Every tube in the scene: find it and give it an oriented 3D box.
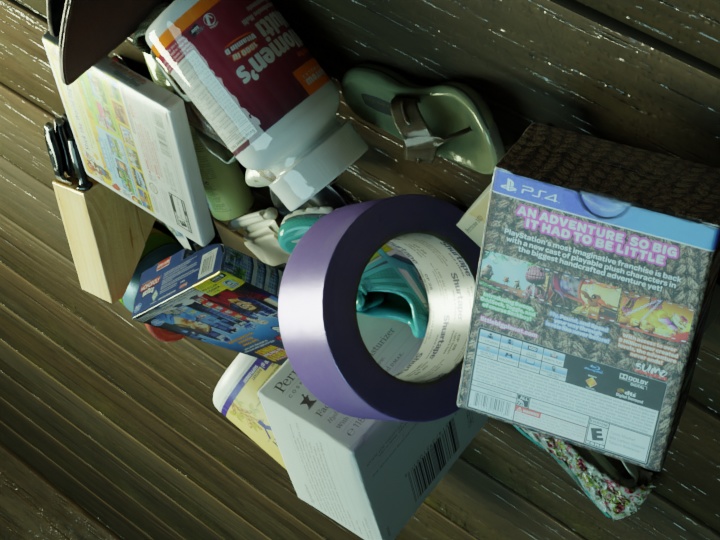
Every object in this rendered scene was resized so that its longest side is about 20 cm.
[{"bbox_3d":[-0.168,-0.144,1.460,0.057,0.052,0.201,-12,127,16],"label":"tube"}]

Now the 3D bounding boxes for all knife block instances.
[{"bbox_3d":[-0.324,-0.081,1.646,0.064,0.202,0.175,21,177,39],"label":"knife block"}]

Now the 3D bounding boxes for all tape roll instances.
[{"bbox_3d":[0.031,0.035,1.256,0.201,0.200,0.085,52,153,-19],"label":"tape roll"}]

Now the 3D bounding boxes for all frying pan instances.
[{"bbox_3d":[-0.063,-0.089,1.412,0.114,0.031,0.191,21,150,37],"label":"frying pan"}]

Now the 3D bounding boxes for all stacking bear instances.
[{"bbox_3d":[-0.280,-0.012,1.770,0.200,0.121,0.114,42,151,25],"label":"stacking bear"}]

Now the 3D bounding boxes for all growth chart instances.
[{"bbox_3d":[-0.061,0.001,1.520,0.200,0.018,0.144,45,158,-25],"label":"growth chart"}]

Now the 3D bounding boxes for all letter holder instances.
[{"bbox_3d":[-0.251,-0.277,1.253,0.100,0.142,0.200,41,156,3],"label":"letter holder"}]

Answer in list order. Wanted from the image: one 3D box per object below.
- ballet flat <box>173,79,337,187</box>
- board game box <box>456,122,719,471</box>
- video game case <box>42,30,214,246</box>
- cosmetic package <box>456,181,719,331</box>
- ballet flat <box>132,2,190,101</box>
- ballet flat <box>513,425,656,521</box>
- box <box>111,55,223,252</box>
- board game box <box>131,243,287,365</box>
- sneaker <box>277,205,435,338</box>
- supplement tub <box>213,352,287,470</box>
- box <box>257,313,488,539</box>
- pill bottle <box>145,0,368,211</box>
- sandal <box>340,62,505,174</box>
[{"bbox_3d":[-0.106,-0.124,1.357,0.199,0.068,0.068,38,125,20],"label":"ballet flat"},{"bbox_3d":[0.170,0.018,1.008,0.158,0.097,0.202,17,120,17],"label":"board game box"},{"bbox_3d":[-0.232,-0.133,1.410,0.181,0.023,0.201,31,150,26],"label":"video game case"},{"bbox_3d":[0.183,-0.009,1.113,0.200,0.071,0.105,42,155,2],"label":"cosmetic package"},{"bbox_3d":[-0.135,-0.181,1.312,0.199,0.075,0.068,34,153,19],"label":"ballet flat"},{"bbox_3d":[0.214,0.160,1.363,0.200,0.076,0.064,44,125,-12],"label":"ballet flat"},{"bbox_3d":[-0.222,-0.121,1.521,0.137,0.037,0.201,46,161,47],"label":"box"},{"bbox_3d":[-0.116,0.039,1.531,0.199,0.062,0.199,25,151,-29],"label":"board game box"},{"bbox_3d":[0.000,0.000,1.369,0.199,0.080,0.078,25,148,18],"label":"sneaker"},{"bbox_3d":[-0.063,0.167,1.674,0.200,0.146,0.146,40,155,7],"label":"supplement tub"},{"bbox_3d":[0.020,0.142,1.443,0.130,0.199,0.201,26,151,30],"label":"box"},{"bbox_3d":[-0.087,-0.159,1.216,0.201,0.109,0.109,52,155,-6],"label":"pill bottle"},{"bbox_3d":[0.046,-0.117,1.152,0.200,0.057,0.080,23,144,47],"label":"sandal"}]
